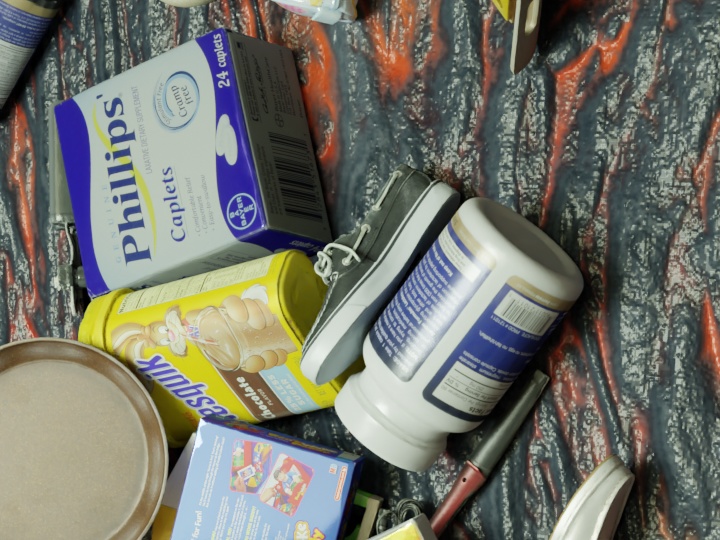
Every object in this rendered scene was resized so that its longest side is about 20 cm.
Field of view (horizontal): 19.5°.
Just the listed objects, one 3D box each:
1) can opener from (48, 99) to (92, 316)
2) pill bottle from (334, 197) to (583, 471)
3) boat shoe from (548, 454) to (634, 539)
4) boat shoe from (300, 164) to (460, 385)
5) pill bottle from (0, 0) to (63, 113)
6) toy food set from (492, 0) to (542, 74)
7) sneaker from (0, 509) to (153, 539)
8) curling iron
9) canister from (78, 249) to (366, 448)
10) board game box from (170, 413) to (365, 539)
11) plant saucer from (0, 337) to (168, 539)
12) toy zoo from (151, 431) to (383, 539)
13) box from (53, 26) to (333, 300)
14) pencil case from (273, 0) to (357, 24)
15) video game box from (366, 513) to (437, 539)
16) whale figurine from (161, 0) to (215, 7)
[{"bbox_3d":[-0.253,-0.055,1.908,0.066,0.053,0.201,-7,81,-2],"label":"can opener"},{"bbox_3d":[0.073,0.053,1.633,0.116,0.115,0.200,46,109,28],"label":"pill bottle"},{"bbox_3d":[0.170,0.238,1.581,0.069,0.071,0.201,28,103,25],"label":"boat shoe"},{"bbox_3d":[0.000,-0.001,1.670,0.068,0.074,0.200,30,75,16],"label":"boat shoe"},{"bbox_3d":[-0.368,-0.203,1.955,0.112,0.112,0.201,41,107,30],"label":"pill bottle"},{"bbox_3d":[0.079,-0.265,1.644,0.060,0.144,0.201,-26,66,-12],"label":"toy food set"},{"bbox_3d":[-0.233,0.235,1.780,0.200,0.116,0.074,44,156,-4],"label":"sneaker"},{"bbox_3d":[0.082,0.156,1.663,0.050,0.026,0.200,40,104,-6],"label":"curling iron"},{"bbox_3d":[-0.112,0.066,1.739,0.199,0.149,0.087,-15,37,28],"label":"canister"},{"bbox_3d":[-0.087,0.231,1.701,0.134,0.045,0.201,16,95,10],"label":"board game box"},{"bbox_3d":[-0.255,0.155,1.711,0.199,0.034,0.202,0,88,-1],"label":"plant saucer"},{"bbox_3d":[-0.093,0.217,1.736,0.199,0.020,0.132,18,95,10],"label":"toy zoo"},{"bbox_3d":[-0.145,-0.082,1.799,0.199,0.105,0.185,-21,73,30],"label":"box"},{"bbox_3d":[-0.019,-0.307,1.752,0.090,0.083,0.201,21,97,44],"label":"pencil case"},{"bbox_3d":[0.011,0.316,1.636,0.181,0.047,0.201,-26,87,16],"label":"video game box"},{"bbox_3d":[-0.115,-0.305,1.759,0.200,0.104,0.160,-28,90,42],"label":"whale figurine"}]
